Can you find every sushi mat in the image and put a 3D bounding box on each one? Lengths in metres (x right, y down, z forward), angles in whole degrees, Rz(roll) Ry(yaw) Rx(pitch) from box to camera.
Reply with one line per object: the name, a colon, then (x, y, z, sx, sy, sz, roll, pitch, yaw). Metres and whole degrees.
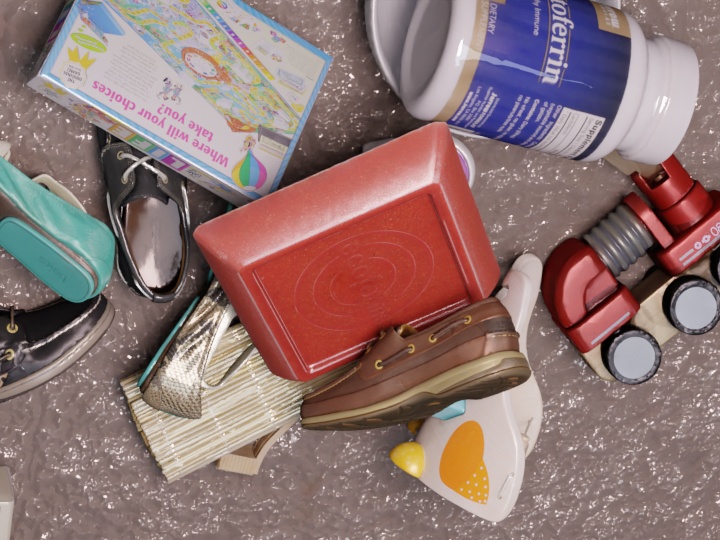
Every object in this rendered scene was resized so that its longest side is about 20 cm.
sushi mat: (-0.087, 0.088, 1.480, 0.199, 0.012, 0.096, -26, 110, -3)

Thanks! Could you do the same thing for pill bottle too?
pill bottle: (0.138, -0.145, 1.343, 0.198, 0.116, 0.117, 13, 105, -18)

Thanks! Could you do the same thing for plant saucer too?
plant saucer: (0.000, 0.000, 1.370, 0.199, 0.037, 0.200, -24, 141, 1)

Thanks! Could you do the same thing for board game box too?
board game box: (-0.132, -0.149, 1.377, 0.199, 0.034, 0.135, 30, 71, -20)

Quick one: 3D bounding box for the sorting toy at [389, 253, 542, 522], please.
sorting toy: (0.107, 0.079, 1.481, 0.106, 0.200, 0.181, 21, 101, 6)

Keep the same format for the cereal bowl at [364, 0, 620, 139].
cereal bowl: (0.095, -0.206, 1.417, 0.198, 0.083, 0.202, -4, 108, -12)

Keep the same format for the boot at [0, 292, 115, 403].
boot: (-0.304, 0.027, 1.409, 0.199, 0.073, 0.151, -25, 113, 2)

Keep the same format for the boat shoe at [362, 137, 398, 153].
boat shoe: (0.028, -0.008, 1.480, 0.068, 0.072, 0.202, 0, 114, 5)

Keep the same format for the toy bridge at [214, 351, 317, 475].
toy bridge: (-0.062, 0.073, 1.504, 0.067, 0.027, 0.202, 13, 105, -17)

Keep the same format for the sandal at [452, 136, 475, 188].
sandal: (0.007, -0.024, 1.422, 0.082, 0.050, 0.203, 37, 105, -4)

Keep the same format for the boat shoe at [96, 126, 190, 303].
boat shoe: (-0.162, -0.075, 1.409, 0.071, 0.068, 0.202, -7, 105, -10)

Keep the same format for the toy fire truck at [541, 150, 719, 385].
toy fire truck: (0.214, -0.030, 1.495, 0.176, 0.129, 0.200, -38, 101, 2)

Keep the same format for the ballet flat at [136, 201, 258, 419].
ballet flat: (-0.103, 0.024, 1.439, 0.075, 0.068, 0.201, 25, 85, -3)

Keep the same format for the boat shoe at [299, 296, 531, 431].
boat shoe: (0.037, 0.075, 1.394, 0.199, 0.072, 0.068, -21, 73, 32)

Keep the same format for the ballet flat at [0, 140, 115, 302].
ballet flat: (-0.268, -0.056, 1.388, 0.200, 0.071, 0.067, 38, 130, -12)

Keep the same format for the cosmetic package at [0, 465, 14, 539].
cosmetic package: (-0.339, 0.258, 1.476, 0.104, 0.071, 0.202, 7, 106, -16)
